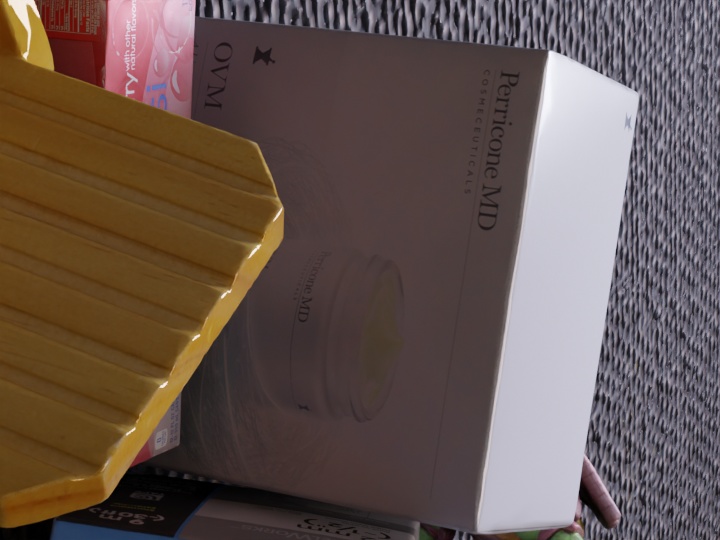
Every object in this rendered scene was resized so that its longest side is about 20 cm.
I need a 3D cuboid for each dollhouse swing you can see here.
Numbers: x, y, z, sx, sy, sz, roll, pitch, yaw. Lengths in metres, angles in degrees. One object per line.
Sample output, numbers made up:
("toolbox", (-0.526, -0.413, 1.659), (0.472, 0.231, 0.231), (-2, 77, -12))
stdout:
("dollhouse swing", (-0.142, -0.050, 0.636), (0.200, 0.175, 0.182), (-57, 146, -40))

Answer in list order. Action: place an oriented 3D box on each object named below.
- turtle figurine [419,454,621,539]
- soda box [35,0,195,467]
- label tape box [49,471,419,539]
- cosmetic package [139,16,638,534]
("turtle figurine", (0.078, 0.175, 1.058), (0.194, 0.144, 0.200), (35, 36, -29))
("soda box", (-0.112, -0.021, 0.840), (0.070, 0.063, 0.201), (-21, 118, -61))
("label tape box", (-0.053, 0.134, 0.851), (0.200, 0.143, 0.066), (-11, 109, -86))
("cosmetic package", (0.000, 0.000, 0.922), (0.123, 0.199, 0.200), (10, 88, -65))
